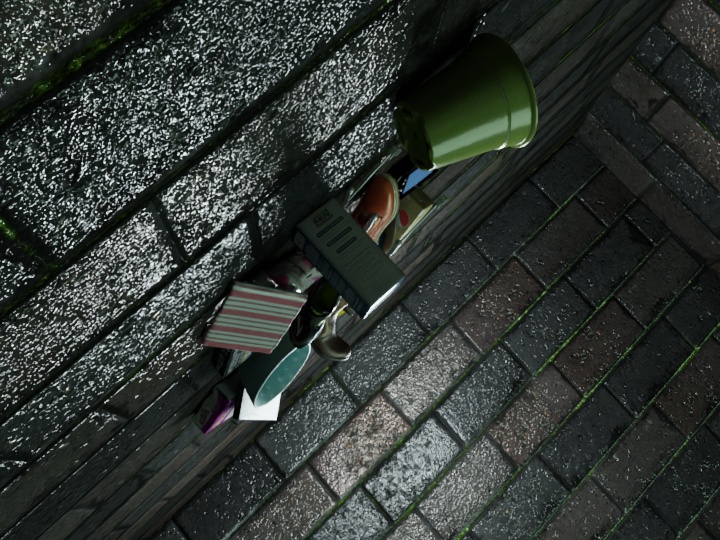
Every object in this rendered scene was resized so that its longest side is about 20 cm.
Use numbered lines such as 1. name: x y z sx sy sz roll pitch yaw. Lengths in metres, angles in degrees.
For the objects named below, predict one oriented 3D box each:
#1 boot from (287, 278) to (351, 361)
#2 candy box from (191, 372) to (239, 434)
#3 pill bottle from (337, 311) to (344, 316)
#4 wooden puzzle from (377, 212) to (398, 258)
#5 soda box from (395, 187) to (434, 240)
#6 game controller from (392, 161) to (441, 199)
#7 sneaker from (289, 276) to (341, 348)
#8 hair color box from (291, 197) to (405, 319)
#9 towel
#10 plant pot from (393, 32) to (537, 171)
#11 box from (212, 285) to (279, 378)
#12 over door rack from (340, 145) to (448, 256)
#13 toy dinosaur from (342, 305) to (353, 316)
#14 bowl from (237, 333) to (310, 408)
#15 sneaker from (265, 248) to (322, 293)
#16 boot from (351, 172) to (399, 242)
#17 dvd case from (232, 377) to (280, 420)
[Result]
1. boot: -0.046 0.084 1.520 0.200 0.187 0.069 -46 -163 22
2. candy box: -0.342 0.333 1.884 0.137 0.061 0.199 -51 169 24
3. pill bottle: -0.076 0.046 1.647 0.109 0.109 0.200 -43 170 -2
4. wooden puzzle: 0.060 -0.066 1.634 0.202 0.036 0.189 94 5 -57
5. soda box: 0.100 -0.120 1.821 0.064 0.068 0.201 -32 164 -51
6. game controller: 0.125 -0.217 1.549 0.199 0.042 0.105 -40 170 -33
7. sneaker: -0.089 0.073 1.426 0.201 0.070 0.083 -54 174 21
8. hair color box: -0.023 -0.023 1.290 0.099 0.200 0.061 -37 169 -28
9. towel: -0.200 0.087 1.319 0.143 0.030 0.201 10 138 -27
10. plant pot: 0.161 -0.263 1.192 0.187 0.203 0.201 -27 167 -14
11. box: -0.236 0.135 1.523 0.160 0.049 0.201 -38 169 -29
12. over door rack: 0.048 -0.121 1.352 0.200 0.148 0.067 -44 176 5
13. toy dinosaur: 0.000 0.000 1.541 0.060 0.106 0.204 19 93 -35
14. bowl: -0.225 0.225 1.738 0.201 0.104 0.202 -47 164 -18
15. sneaker: -0.117 -0.003 1.376 0.088 0.081 0.200 -47 179 10
16. boot: 0.011 -0.099 1.432 0.107 0.074 0.203 -30 150 -54
17. dvd case: -0.264 0.317 1.873 0.200 0.024 0.154 29 69 -66
